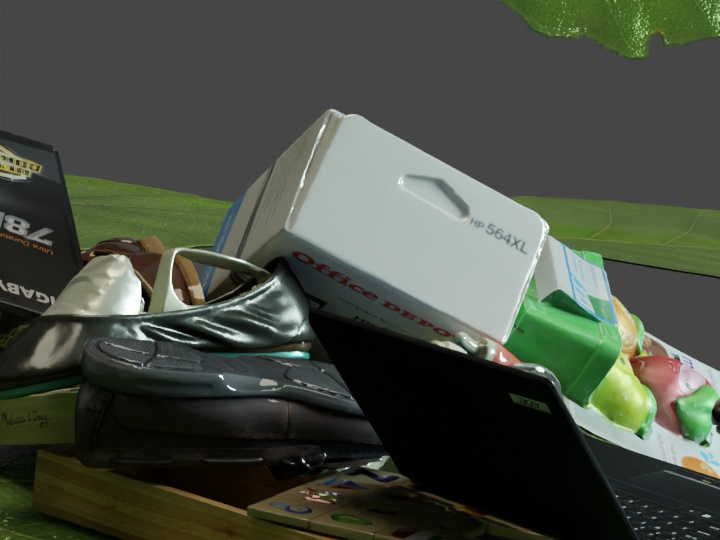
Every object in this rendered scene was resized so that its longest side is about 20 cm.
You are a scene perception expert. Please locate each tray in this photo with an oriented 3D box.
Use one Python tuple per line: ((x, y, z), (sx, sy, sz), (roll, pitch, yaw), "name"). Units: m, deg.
((-0.062, 0.125, 1.217), (0.199, 0.037, 0.098), (12, 9, 38), "tray")

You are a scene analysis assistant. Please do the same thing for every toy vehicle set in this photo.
((-0.132, 0.076, 1.329), (0.124, 0.027, 0.199), (-6, -1, -37), "toy vehicle set")

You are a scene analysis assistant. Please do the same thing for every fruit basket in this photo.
((0.163, 0.061, 1.468), (0.199, 0.094, 0.186), (23, 24, -12), "fruit basket")

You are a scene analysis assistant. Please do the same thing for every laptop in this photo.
((0.101, 0.072, 1.167), (0.199, 0.104, 0.177), (-8, 15, -39), "laptop")

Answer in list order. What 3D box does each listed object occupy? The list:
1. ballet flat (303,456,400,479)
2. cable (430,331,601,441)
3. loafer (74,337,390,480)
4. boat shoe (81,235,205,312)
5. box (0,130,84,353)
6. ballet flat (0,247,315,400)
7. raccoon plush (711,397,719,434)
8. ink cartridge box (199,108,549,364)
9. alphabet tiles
((0.021, 0.111, 1.352), (0.071, 0.072, 0.200), (11, 11, 31), "ballet flat")
((0.105, 0.081, 1.340), (0.199, 0.051, 0.097), (23, -33, -38), "cable")
((-0.054, 0.078, 1.226), (0.199, 0.063, 0.072), (10, 12, -25), "loafer")
((-0.138, 0.022, 1.435), (0.070, 0.071, 0.200), (-7, 8, -16), "boat shoe")
((-0.261, -0.032, 1.393), (0.199, 0.050, 0.199), (18, 26, -25), "box")
((-0.113, 0.025, 1.271), (0.199, 0.069, 0.068), (-6, -2, -38), "ballet flat")
((0.268, 0.093, 1.375), (0.096, 0.135, 0.199), (11, 8, 38), "raccoon plush")
((0.000, 0.000, 1.403), (0.145, 0.085, 0.200), (27, -21, -11), "ink cartridge box")
((0.059, 0.120, 1.200), (0.166, 0.008, 0.200), (10, 7, 22), "alphabet tiles")
